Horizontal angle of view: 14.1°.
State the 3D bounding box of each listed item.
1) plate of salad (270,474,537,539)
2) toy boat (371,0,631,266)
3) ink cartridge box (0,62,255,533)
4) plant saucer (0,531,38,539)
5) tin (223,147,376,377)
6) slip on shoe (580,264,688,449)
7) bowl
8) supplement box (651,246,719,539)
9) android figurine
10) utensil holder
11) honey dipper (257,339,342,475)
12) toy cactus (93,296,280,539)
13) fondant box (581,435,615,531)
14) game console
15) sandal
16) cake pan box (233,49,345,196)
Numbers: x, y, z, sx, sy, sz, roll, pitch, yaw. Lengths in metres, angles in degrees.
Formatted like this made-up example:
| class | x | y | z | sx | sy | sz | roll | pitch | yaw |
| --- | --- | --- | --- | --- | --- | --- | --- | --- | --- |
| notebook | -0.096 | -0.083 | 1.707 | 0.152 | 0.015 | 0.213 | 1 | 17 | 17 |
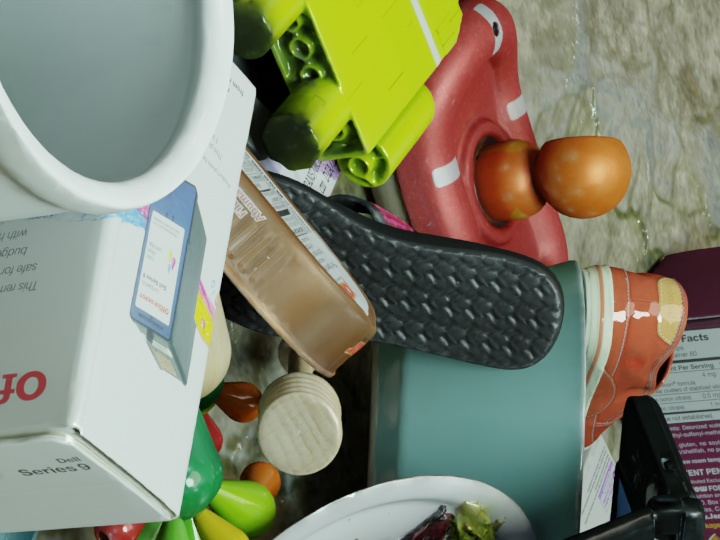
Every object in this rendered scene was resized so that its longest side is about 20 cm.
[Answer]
| class | x | y | z | sx | sy | sz | roll | pitch | yaw |
| --- | --- | --- | --- | --- | --- | --- | --- | --- | --- |
| plate of salad | 0.003 | 0.181 | 1.354 | 0.200 | 0.200 | 0.048 | 45 | 3 | -46 |
| toy boat | 0.085 | -0.051 | 1.580 | 0.131 | 0.130 | 0.201 | -45 | 122 | -54 |
| ink cartridge box | -0.136 | -0.001 | 1.172 | 0.088 | 0.144 | 0.201 | 46 | 45 | -48 |
| plant saucer | -0.139 | 0.032 | 1.287 | 0.070 | 0.019 | 0.201 | 57 | 38 | -37 |
| tin | -0.065 | -0.039 | 1.307 | 0.200 | 0.042 | 0.112 | 50 | 8 | 1 |
| slip on shoe | 0.137 | 0.050 | 1.571 | 0.200 | 0.061 | 0.075 | 98 | -8 | -69 |
| bowl | 0.055 | 0.093 | 1.481 | 0.201 | 0.104 | 0.203 | 2 | 90 | -89 |
| supplement box | 0.240 | 0.099 | 1.840 | 0.131 | 0.103 | 0.201 | -41 | 119 | -55 |
| android figurine | -0.007 | -0.138 | 1.433 | 0.183 | 0.041 | 0.200 | 66 | 34 | -26 |
| utensil holder | -0.174 | -0.093 | 1.075 | 0.170 | 0.199 | 0.171 | 22 | 64 | -56 |
| honey dipper | -0.030 | 0.054 | 1.350 | 0.200 | 0.038 | 0.038 | -104 | 180 | -80 |
| toy cactus | -0.086 | 0.066 | 1.278 | 0.200 | 0.101 | 0.166 | -66 | 157 | -63 |
| fondant box | 0.130 | 0.216 | 1.669 | 0.201 | 0.058 | 0.145 | 62 | 35 | -29 |
| game console | 0.091 | 0.182 | 1.359 | 0.176 | 0.115 | 0.201 | -103 | -165 | -63 |
| sandal | 0.000 | 0.000 | 1.402 | 0.045 | 0.199 | 0.076 | -81 | -173 | -73 |
| cake pan box | -0.054 | -0.143 | 1.444 | 0.185 | 0.052 | 0.201 | 58 | 38 | -32 |
